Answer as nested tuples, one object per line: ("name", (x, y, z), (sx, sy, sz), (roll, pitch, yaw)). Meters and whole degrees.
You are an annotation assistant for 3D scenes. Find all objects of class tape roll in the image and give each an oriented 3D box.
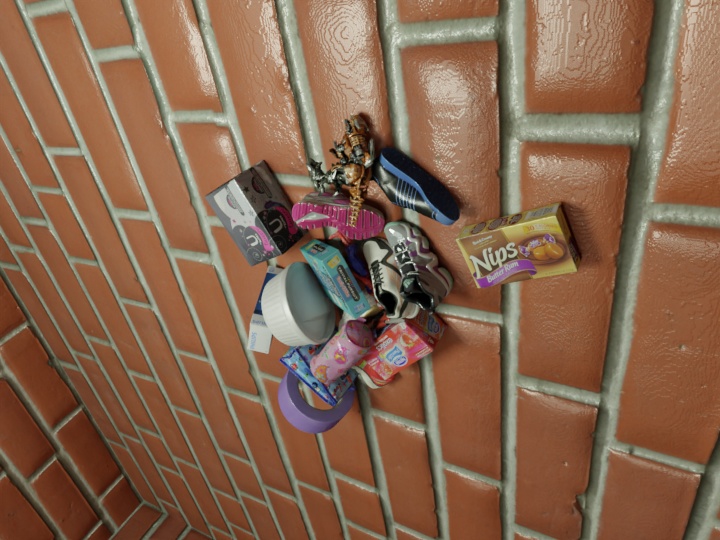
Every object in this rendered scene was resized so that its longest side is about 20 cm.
("tape roll", (-0.121, 0.335, 1.446), (0.199, 0.200, 0.085), (39, 137, 3))

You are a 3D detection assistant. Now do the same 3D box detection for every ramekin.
("ramekin", (-0.153, 0.089, 1.271), (0.094, 0.203, 0.203), (-22, 109, 26))

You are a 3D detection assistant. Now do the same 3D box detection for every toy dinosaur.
("toy dinosaur", (-0.026, -0.195, 1.026), (0.135, 0.202, 0.102), (-3, 159, 40))

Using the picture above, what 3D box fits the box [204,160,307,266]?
("box", (-0.244, -0.131, 1.239), (0.131, 0.115, 0.201), (-16, 112, 41))

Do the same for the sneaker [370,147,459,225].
("sneaker", (0.102, -0.149, 1.024), (0.200, 0.070, 0.078), (44, 139, 8))

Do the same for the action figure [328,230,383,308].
("action figure", (0.000, 0.000, 1.186), (0.052, 0.065, 0.201), (-36, 89, 12))

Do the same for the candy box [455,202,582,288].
("candy box", (0.291, -0.042, 0.979), (0.199, 0.057, 0.117), (-13, 115, 39))

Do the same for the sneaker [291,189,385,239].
("sneaker", (-0.042, -0.131, 1.128), (0.198, 0.089, 0.082), (13, 130, -3))

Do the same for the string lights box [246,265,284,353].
("string lights box", (-0.235, 0.097, 1.340), (0.058, 0.201, 0.103), (13, 134, -5))

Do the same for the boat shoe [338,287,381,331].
("boat shoe", (-0.006, 0.095, 1.289), (0.200, 0.070, 0.070), (-44, 67, 53))

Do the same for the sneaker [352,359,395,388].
("sneaker", (0.018, 0.223, 1.361), (0.085, 0.077, 0.200), (-27, 119, 36))

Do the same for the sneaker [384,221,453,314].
("sneaker", (0.103, 0.001, 1.080), (0.200, 0.140, 0.078), (47, 135, -6))

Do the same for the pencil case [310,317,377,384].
("pencil case", (-0.044, 0.194, 1.257), (0.087, 0.087, 0.200), (41, 130, 1))

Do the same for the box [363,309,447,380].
("box", (0.096, 0.164, 1.241), (0.100, 0.096, 0.200), (44, 136, -4))

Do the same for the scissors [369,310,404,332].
("scissors", (0.065, 0.109, 1.211), (0.014, 0.073, 0.200), (37, 151, -8))

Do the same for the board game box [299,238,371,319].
("board game box", (-0.061, 0.014, 1.198), (0.152, 0.047, 0.200), (61, 167, -19))

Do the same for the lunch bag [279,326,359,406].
("lunch bag", (-0.088, 0.247, 1.391), (0.200, 0.151, 0.094), (48, 135, -7))

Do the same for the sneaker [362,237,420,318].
("sneaker", (0.055, 0.014, 1.131), (0.074, 0.080, 0.201), (-44, 66, 38))
